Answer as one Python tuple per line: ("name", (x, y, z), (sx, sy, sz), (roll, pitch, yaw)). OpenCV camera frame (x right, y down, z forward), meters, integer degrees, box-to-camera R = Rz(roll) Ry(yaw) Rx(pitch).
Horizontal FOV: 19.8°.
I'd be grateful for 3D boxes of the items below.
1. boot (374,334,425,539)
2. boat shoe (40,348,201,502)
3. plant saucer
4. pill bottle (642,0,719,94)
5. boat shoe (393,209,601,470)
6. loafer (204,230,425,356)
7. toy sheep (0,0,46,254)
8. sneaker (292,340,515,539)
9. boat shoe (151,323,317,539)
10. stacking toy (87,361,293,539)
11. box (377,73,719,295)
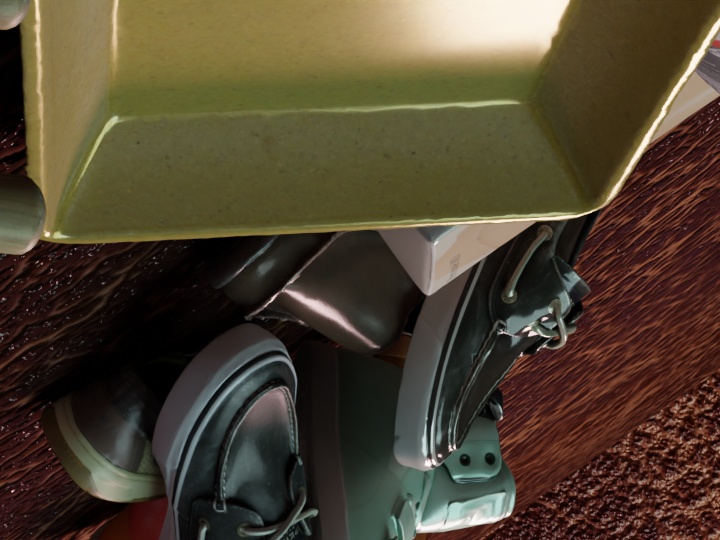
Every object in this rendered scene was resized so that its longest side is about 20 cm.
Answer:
("boot", (0.015, 0.088, 1.158), (0.200, 0.074, 0.155), (25, 77, -87))
("boat shoe", (-0.076, 0.074, 1.013), (0.065, 0.073, 0.200), (-35, 168, 20))
("plant saucer", (-0.002, -0.070, 0.621), (0.199, 0.049, 0.200), (-3, 160, -9))
("pill bottle", (0.152, -0.113, 0.703), (0.116, 0.116, 0.200), (-39, 162, 12))
("boat shoe", (0.074, 0.005, 0.974), (0.200, 0.064, 0.071), (-68, 164, -5))
("loafer", (0.000, 0.000, 0.952), (0.073, 0.071, 0.200), (-41, 166, 20))
("toy sheep", (-0.138, -0.022, 0.395), (0.138, 0.138, 0.200), (-25, 167, -39))
("sneaker", (0.025, 0.127, 1.008), (0.118, 0.201, 0.074), (10, 143, -14))
("boat shoe", (-0.050, 0.108, 0.950), (0.072, 0.071, 0.200), (-29, 146, -30))
("stacking toy", (-0.072, 0.133, 1.179), (0.146, 0.146, 0.200), (-22, 145, -45))
("box", (0.087, -0.084, 0.865), (0.200, 0.078, 0.095), (-35, 168, -7))
